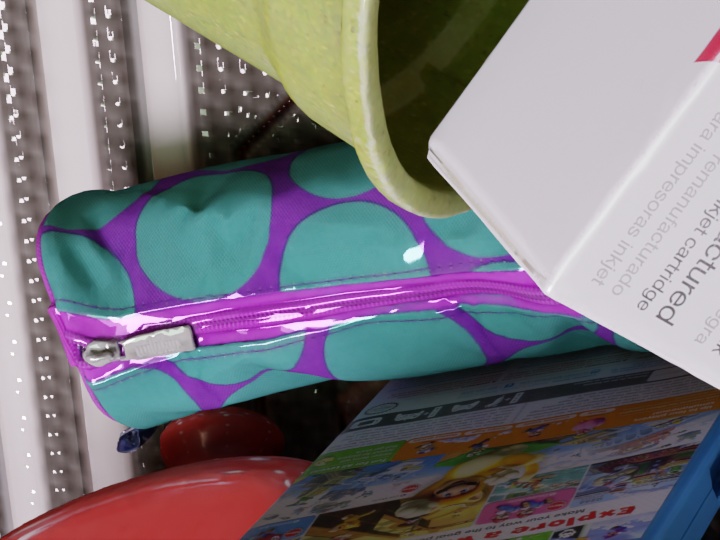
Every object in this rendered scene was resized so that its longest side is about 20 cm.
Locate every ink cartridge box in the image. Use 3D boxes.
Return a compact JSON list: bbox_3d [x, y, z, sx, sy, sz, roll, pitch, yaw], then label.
[{"bbox_3d":[0.142,-0.030,0.675,0.200,0.084,0.145,28,105,-33],"label":"ink cartridge box"}]

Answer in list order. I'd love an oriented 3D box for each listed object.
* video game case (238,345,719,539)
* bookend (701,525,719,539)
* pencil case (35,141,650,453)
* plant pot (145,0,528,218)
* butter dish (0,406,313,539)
[{"bbox_3d":[0.048,0.054,0.762,0.143,0.200,0.018,-11,105,26],"label":"video game case"},{"bbox_3d":[0.084,0.208,0.737,0.200,0.092,0.199,-42,95,16],"label":"bookend"},{"bbox_3d":[0.000,0.000,0.819,0.200,0.092,0.085,-11,111,25],"label":"pencil case"},{"bbox_3d":[-0.024,-0.140,0.713,0.184,0.200,0.201,23,122,22],"label":"plant pot"},{"bbox_3d":[-0.043,0.117,0.873,0.200,0.148,0.199,-17,153,24],"label":"butter dish"}]
